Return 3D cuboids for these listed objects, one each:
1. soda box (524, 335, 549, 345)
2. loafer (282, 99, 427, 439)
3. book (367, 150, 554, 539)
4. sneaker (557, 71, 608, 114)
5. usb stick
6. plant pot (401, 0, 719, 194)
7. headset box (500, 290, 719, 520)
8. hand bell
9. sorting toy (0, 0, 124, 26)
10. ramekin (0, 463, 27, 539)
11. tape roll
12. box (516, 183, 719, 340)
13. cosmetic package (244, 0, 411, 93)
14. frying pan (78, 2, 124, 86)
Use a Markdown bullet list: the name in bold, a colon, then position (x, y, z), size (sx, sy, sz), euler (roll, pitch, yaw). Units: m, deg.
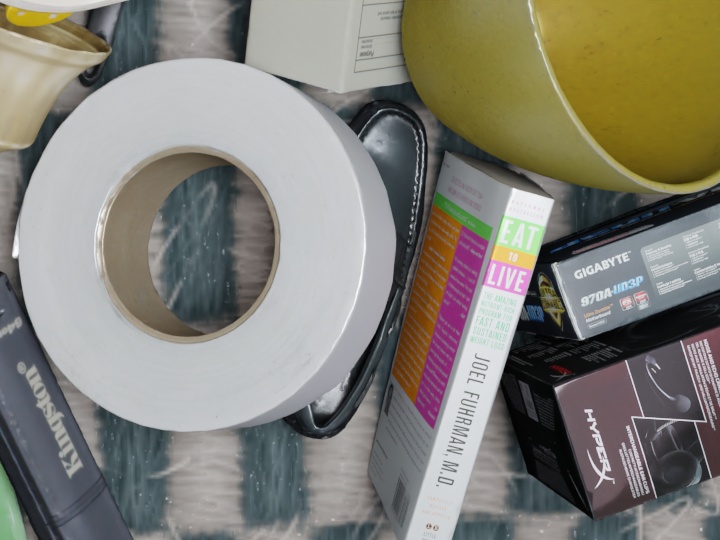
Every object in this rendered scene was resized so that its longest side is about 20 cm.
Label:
- **soda box**: position (0.204, 0.049, 1.040), size (0.199, 0.068, 0.064), euler (-14, 95, -8)
- **loafer**: position (0.000, 0.000, 1.002), size (0.068, 0.070, 0.202), euler (16, 90, -12)
- **book**: position (0.052, 0.043, 0.967), size (0.048, 0.134, 0.201), euler (15, 99, -9)
- **sneaker**: position (0.201, -0.143, 1.006), size (0.199, 0.074, 0.119), euler (-9, 130, -17)
- **usb stick**: position (-0.182, 0.093, 0.975), size (0.055, 0.032, 0.201), euler (-39, 111, -46)
- **plant pot**: position (0.105, -0.133, 0.912), size (0.199, 0.142, 0.201), euler (5, 82, -41)
- **headset box**: position (0.187, 0.054, 0.927), size (0.199, 0.149, 0.078), euler (-18, 95, -7)
- **hand bell**: position (-0.219, -0.047, 0.966), size (0.104, 0.104, 0.201), euler (19, 103, -10)
- **sorting toy**: position (-0.146, -0.239, 0.915), size (0.199, 0.107, 0.181), euler (-16, 68, -16)
- **ramekin**: position (-0.253, 0.114, 0.906), size (0.097, 0.200, 0.201), euler (-21, 96, -1)
- **tape roll**: position (-0.085, -0.013, 0.951), size (0.201, 0.071, 0.204), euler (-1, 88, 15)
- **box**: position (0.185, -0.016, 0.988), size (0.199, 0.159, 0.046), euler (-20, 93, -7)
- **cosmetic package**: position (0.003, -0.206, 0.945), size (0.073, 0.103, 0.201), euler (19, 110, 31)
- **frying pan**: position (-0.114, -0.207, 0.993), size (0.114, 0.031, 0.191), euler (-5, 103, -1)
